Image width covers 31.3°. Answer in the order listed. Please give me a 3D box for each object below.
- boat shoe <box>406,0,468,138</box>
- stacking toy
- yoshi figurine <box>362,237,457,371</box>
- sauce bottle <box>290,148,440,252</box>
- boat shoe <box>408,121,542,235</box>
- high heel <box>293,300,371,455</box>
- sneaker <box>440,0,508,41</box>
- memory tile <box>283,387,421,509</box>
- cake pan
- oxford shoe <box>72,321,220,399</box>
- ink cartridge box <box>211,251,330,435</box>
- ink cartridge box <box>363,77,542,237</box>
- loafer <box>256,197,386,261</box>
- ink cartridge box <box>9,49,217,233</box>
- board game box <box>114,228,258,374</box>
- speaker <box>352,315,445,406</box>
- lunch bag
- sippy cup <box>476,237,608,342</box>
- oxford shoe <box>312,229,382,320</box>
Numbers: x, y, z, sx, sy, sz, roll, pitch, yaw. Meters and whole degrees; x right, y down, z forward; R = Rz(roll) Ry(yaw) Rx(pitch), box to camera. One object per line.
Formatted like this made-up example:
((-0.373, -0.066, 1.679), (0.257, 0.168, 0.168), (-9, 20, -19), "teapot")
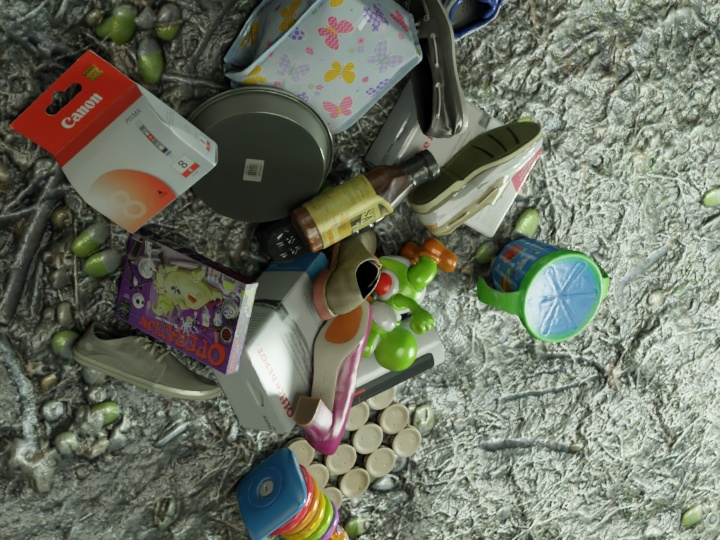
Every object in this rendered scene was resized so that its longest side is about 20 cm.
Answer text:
((0.086, -0.265, 1.629), (0.057, 0.067, 0.202), (-11, 83, -27), "boat shoe")
((-0.075, 0.354, 1.843), (0.109, 0.116, 0.200), (-38, 130, 11), "stacking toy")
((0.061, 0.058, 1.758), (0.201, 0.111, 0.113), (-54, 154, -27), "yoshi figurine")
((0.009, -0.093, 1.642), (0.199, 0.066, 0.066), (-28, 119, -9), "sauce bottle")
((0.158, -0.122, 1.695), (0.199, 0.075, 0.069), (-32, 126, -2), "boat shoe")
((-0.022, 0.139, 1.677), (0.096, 0.067, 0.201), (57, 45, -50), "high heel")
((0.170, -0.362, 1.689), (0.200, 0.088, 0.075), (-41, 120, -7), "sneaker")
((-0.012, 0.260, 1.892), (0.199, 0.017, 0.154), (-35, 121, -10), "memory tile")
((-0.131, -0.138, 1.614), (0.198, 0.037, 0.201), (-3, 132, -3), "cake pan")
((-0.271, 0.116, 1.638), (0.198, 0.075, 0.058), (19, 96, 6), "oxford shoe")
((-0.101, 0.092, 1.689), (0.200, 0.083, 0.146), (-52, 130, -39), "ink cartridge box")
((0.125, -0.156, 1.751), (0.199, 0.085, 0.146), (27, 97, -32), "ink cartridge box")
((-0.046, -0.074, 1.710), (0.199, 0.070, 0.069), (-24, 122, -18), "loafer")
((-0.294, -0.148, 1.531), (0.162, 0.050, 0.199), (-35, 129, 28), "ink cartridge box")
((-0.221, 0.036, 1.603), (0.032, 0.199, 0.121), (-14, 122, -53), "board game box")
((0.016, 0.135, 1.818), (0.199, 0.081, 0.082), (-25, 119, -15), "speaker")
((-0.053, -0.274, 1.595), (0.169, 0.128, 0.200), (30, 121, -32), "lunch bag")
((0.260, 0.017, 1.857), (0.177, 0.130, 0.140), (31, 96, -31), "sippy cup")
((0.000, 0.000, 1.696), (0.074, 0.200, 0.071), (-12, 118, 23), "oxford shoe")
